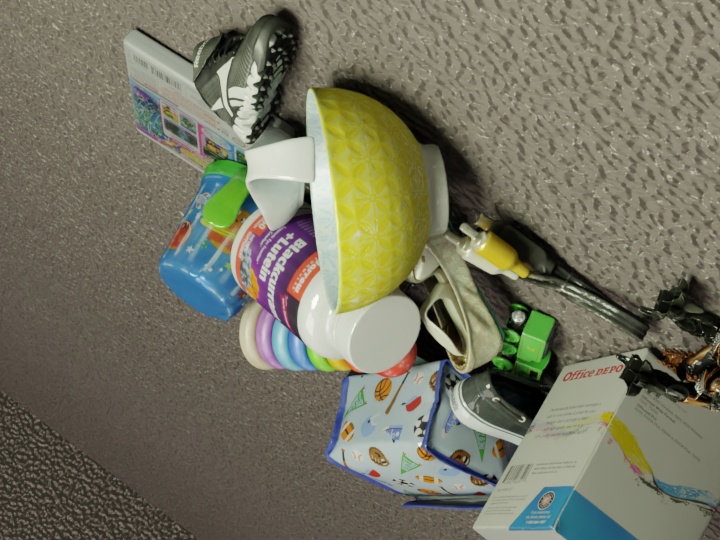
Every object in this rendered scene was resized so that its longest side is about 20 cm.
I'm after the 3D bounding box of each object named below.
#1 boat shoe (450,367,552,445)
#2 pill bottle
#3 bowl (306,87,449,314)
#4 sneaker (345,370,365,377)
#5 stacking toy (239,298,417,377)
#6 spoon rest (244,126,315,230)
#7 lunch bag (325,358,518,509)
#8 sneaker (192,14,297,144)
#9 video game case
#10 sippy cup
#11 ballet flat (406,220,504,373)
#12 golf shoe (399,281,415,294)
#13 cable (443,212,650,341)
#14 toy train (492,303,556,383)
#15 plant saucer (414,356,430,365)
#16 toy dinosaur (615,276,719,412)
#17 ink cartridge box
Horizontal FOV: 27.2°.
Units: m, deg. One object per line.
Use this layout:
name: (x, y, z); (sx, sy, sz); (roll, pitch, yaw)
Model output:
boat shoe: (0.182, 0.145, 1.500); (0.200, 0.069, 0.057); (17, 140, -32)
pill bottle: (-0.032, 0.017, 1.444); (0.200, 0.111, 0.111); (37, 164, 45)
bowl: (0.017, -0.067, 1.304); (0.107, 0.201, 0.200); (-7, 156, -6)
sneaker: (0.079, 0.190, 1.805); (0.200, 0.078, 0.140); (29, 161, 38)
stacking toy: (-0.028, 0.071, 1.537); (0.200, 0.085, 0.085); (6, 143, 39)
spoon rest: (-0.078, -0.091, 1.370); (0.060, 0.100, 0.200); (0, 176, -7)
lunch bag: (0.092, 0.191, 1.592); (0.200, 0.124, 0.170); (31, 154, -34)
sneaker: (-0.114, -0.184, 1.353); (0.090, 0.067, 0.200); (34, 160, 2)
video game case: (-0.155, -0.147, 1.547); (0.200, 0.024, 0.182); (32, 158, 10)
sippy cup: (-0.139, -0.024, 1.565); (0.139, 0.130, 0.178); (14, 151, 43)
ballet flat: (0.074, 0.010, 1.404); (0.067, 0.062, 0.200); (5, 129, 61)
golf shoe: (0.000, 0.000, 1.536); (0.092, 0.073, 0.200); (41, 157, -12)
cable: (0.162, 0.012, 1.342); (0.200, 0.050, 0.097); (36, 175, -5)
toy train: (0.165, 0.093, 1.521); (0.056, 0.042, 0.200); (21, 155, 11)
plant saucer: (0.008, 0.092, 1.665); (0.201, 0.039, 0.201); (25, 175, 2)
toy dinosaur: (0.293, 0.087, 1.251); (0.136, 0.102, 0.200); (25, 156, -11)
ink cartridge box: (0.237, 0.199, 1.399); (0.145, 0.200, 0.147); (39, 158, -14)
